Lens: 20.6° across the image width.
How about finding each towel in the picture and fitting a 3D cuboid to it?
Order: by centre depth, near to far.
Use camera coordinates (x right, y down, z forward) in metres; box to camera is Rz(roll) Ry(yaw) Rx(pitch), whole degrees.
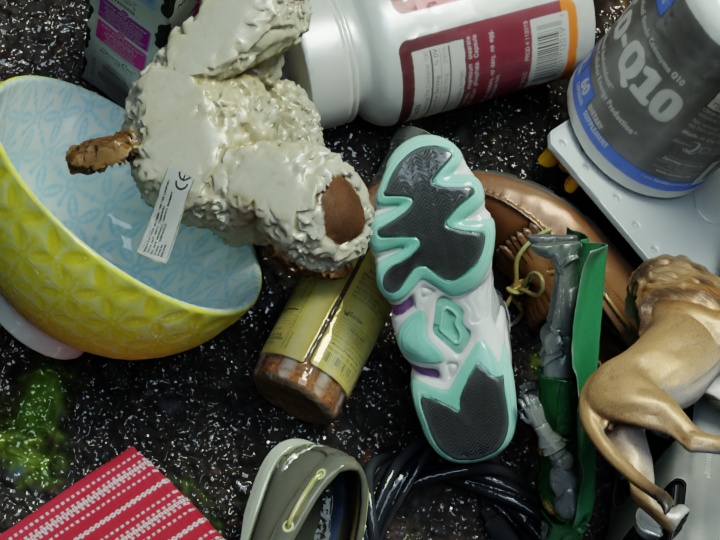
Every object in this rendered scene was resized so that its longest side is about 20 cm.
[{"bbox_3d":[-0.137,0.196,1.137,0.144,0.023,0.200,-33,44,-18],"label":"towel"}]

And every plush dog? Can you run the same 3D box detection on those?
[{"bbox_3d":[-0.074,-0.071,1.189,0.159,0.172,0.202,-20,77,12],"label":"plush dog"}]

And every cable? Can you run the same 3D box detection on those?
[{"bbox_3d":[0.062,0.195,1.215,0.162,0.051,0.202,10,69,-8],"label":"cable"}]

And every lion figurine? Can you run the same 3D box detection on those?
[{"bbox_3d":[0.175,0.061,1.135,0.122,0.073,0.200,36,37,17],"label":"lion figurine"}]

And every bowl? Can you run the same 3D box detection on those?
[{"bbox_3d":[-0.169,-0.012,1.199,0.200,0.200,0.108,45,112,6],"label":"bowl"}]

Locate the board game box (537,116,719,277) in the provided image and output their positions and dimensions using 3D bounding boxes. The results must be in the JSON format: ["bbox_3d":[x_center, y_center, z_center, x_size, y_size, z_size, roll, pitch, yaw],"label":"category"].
[{"bbox_3d":[0.238,-0.045,1.312,0.199,0.026,0.200,-33,80,-40],"label":"board game box"}]

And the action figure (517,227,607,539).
[{"bbox_3d":[0.122,0.080,1.203,0.054,0.118,0.202,-1,97,4],"label":"action figure"}]

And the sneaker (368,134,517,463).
[{"bbox_3d":[0.052,0.009,1.233,0.077,0.140,0.202,-7,101,5],"label":"sneaker"}]

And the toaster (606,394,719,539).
[{"bbox_3d":[0.251,0.170,1.196,0.198,0.119,0.182,21,44,-3],"label":"toaster"}]

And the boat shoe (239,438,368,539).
[{"bbox_3d":[-0.044,0.202,1.163,0.072,0.060,0.204,18,82,-35],"label":"boat shoe"}]

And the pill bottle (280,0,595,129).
[{"bbox_3d":[0.043,-0.160,1.300,0.198,0.114,0.115,-15,75,-16],"label":"pill bottle"}]

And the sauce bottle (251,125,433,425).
[{"bbox_3d":[0.000,0.000,1.263,0.066,0.066,0.201,29,68,0],"label":"sauce bottle"}]

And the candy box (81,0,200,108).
[{"bbox_3d":[-0.107,-0.191,1.235,0.061,0.200,0.137,36,69,4],"label":"candy box"}]

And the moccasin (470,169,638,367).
[{"bbox_3d":[0.130,0.013,1.284,0.201,0.074,0.078,44,61,-4],"label":"moccasin"}]

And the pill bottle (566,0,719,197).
[{"bbox_3d":[0.221,-0.143,1.216,0.113,0.200,0.115,14,53,-20],"label":"pill bottle"}]
